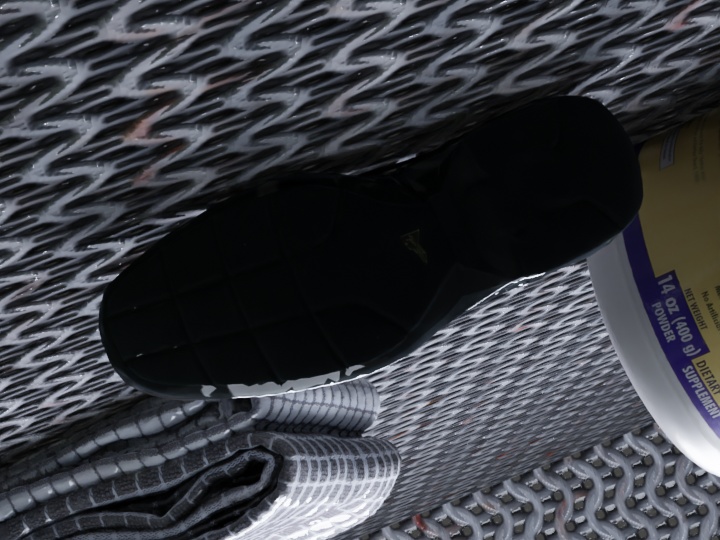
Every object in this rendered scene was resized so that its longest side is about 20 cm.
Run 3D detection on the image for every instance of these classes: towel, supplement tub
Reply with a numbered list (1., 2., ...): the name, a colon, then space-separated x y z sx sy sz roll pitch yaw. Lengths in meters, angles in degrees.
1. towel: -0.094 0.114 1.452 0.200 0.086 0.166 -24 170 18
2. supplement tub: 0.204 -0.016 1.173 0.200 0.146 0.145 -26 171 25

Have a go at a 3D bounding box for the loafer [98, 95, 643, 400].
1. loafer: 0.000 0.000 1.029 0.199 0.073 0.072 -17 175 -20
